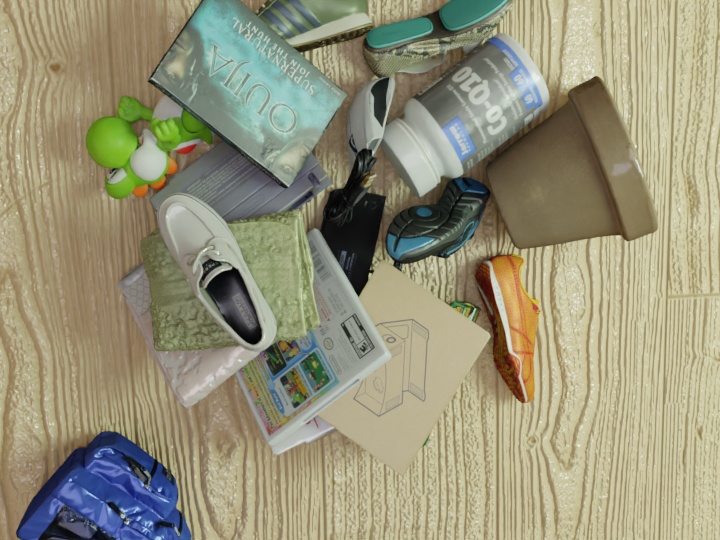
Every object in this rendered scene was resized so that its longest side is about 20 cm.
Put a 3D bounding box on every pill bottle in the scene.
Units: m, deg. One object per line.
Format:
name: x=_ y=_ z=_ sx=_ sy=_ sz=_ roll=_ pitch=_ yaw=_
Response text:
pill bottle: x=0.124 y=-0.188 z=1.083 sx=0.199 sy=0.114 sz=0.115 roll=-37 pitch=102 yaw=-1

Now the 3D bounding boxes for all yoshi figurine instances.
yoshi figurine: x=-0.248 y=-0.178 z=1.042 sx=0.200 sy=0.112 sz=0.112 roll=-45 pitch=86 yaw=3

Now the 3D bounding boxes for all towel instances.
towel: x=-0.180 y=0.032 z=1.067 sx=0.198 sy=0.032 sz=0.192 roll=-37 pitch=69 yaw=-1
towel: x=-0.150 y=0.016 z=1.011 sx=0.195 sy=0.036 sz=0.152 roll=-8 pitch=88 yaw=-2

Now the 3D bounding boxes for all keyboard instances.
keyboard: x=0.000 y=0.000 z=1.103 sx=0.124 sy=0.021 sz=0.205 roll=12 pitch=79 yaw=9

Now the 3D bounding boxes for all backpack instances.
backpack: x=-0.294 y=0.314 z=1.075 sx=0.200 sy=0.162 sz=0.168 roll=43 pitch=88 yaw=-11

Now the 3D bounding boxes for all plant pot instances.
plant pot: x=0.252 y=-0.113 z=1.090 sx=0.171 sy=0.201 sz=0.204 roll=-21 pitch=102 yaw=13

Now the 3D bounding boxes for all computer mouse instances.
computer mouse: x=-0.001 y=-0.158 z=1.049 sx=0.043 sy=0.110 sz=0.203 roll=20 pitch=52 yaw=-11

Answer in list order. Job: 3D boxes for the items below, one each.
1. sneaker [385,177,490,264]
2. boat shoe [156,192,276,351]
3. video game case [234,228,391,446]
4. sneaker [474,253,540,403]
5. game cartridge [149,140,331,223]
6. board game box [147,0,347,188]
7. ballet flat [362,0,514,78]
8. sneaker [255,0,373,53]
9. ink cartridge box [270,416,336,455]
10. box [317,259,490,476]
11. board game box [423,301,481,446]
sneaker: x=0.098 y=-0.043 z=1.074 sx=0.072 sy=0.199 sz=0.083 roll=28 pitch=127 yaw=27
boat shoe: x=-0.160 y=0.001 z=0.960 sx=0.071 sy=0.066 sz=0.203 roll=-29 pitch=89 yaw=-2
video game case: x=-0.080 y=0.077 z=1.065 sx=0.181 sy=0.024 sz=0.202 roll=-37 pitch=60 yaw=9
sneaker: x=0.210 y=0.078 z=1.159 sx=0.076 sy=0.073 sz=0.205 roll=-15 pitch=103 yaw=-16
game cartridge: x=-0.148 y=-0.097 z=1.069 sx=0.198 sy=0.038 sz=0.130 roll=-36 pitch=66 yaw=-2
board game box: x=-0.126 y=-0.209 z=1.006 sx=0.199 sy=0.028 sz=0.137 roll=36 pitch=79 yaw=-22
ballet flat: x=0.100 y=-0.290 z=1.089 sx=0.196 sy=0.069 sz=0.076 roll=-19 pitch=141 yaw=7
sneaker: x=-0.088 y=-0.313 z=1.063 sx=0.196 sy=0.067 sz=0.092 roll=-15 pitch=93 yaw=-6
ink cartridge box: x=-0.039 y=0.142 z=1.117 sx=0.197 sy=0.067 sz=0.118 roll=-25 pitch=79 yaw=-3
box: x=0.038 y=0.117 z=1.061 sx=0.162 sy=0.021 sz=0.202 roll=33 pitch=87 yaw=0
board game box: x=0.101 y=0.138 z=1.137 sx=0.023 sy=0.105 sz=0.204 roll=23 pitch=96 yaw=16
